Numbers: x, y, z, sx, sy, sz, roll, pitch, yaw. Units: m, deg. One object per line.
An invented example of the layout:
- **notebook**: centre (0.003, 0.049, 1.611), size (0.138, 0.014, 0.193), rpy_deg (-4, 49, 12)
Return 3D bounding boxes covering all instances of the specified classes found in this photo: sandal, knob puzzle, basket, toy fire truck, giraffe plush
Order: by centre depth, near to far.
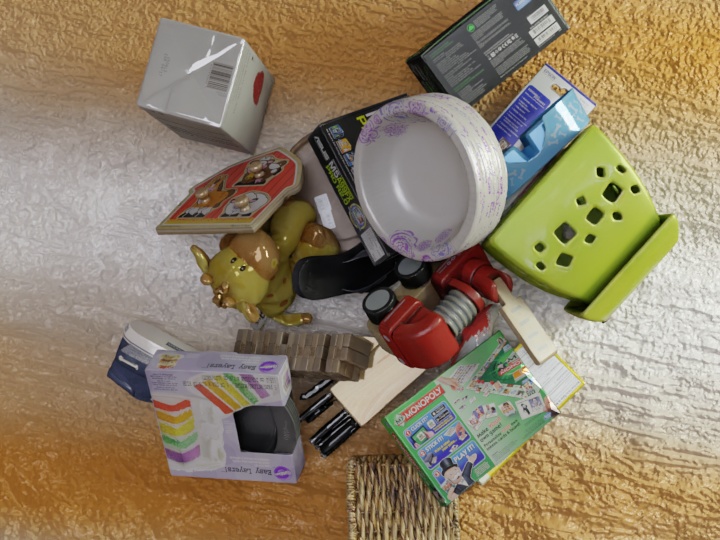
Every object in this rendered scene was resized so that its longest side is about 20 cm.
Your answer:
- **toy fire truck**: centre (0.132, 0.062, 1.342), size (0.176, 0.129, 0.200), rpy_deg (-46, 39, -16)
- **basket**: centre (0.057, 0.344, 1.393), size (0.148, 0.143, 0.202), rpy_deg (-4, 75, 2)
- **giraffe plush**: centre (-0.144, -0.006, 1.413), size (0.172, 0.162, 0.201), rpy_deg (18, 98, 22)
- **sandal**: centre (0.000, 0.001, 1.422), size (0.199, 0.043, 0.077), rpy_deg (-19, 107, -36)
- **knob puzzle**: centre (-0.163, -0.119, 1.440), size (0.218, 0.220, 0.031), rpy_deg (-21, 119, 5)

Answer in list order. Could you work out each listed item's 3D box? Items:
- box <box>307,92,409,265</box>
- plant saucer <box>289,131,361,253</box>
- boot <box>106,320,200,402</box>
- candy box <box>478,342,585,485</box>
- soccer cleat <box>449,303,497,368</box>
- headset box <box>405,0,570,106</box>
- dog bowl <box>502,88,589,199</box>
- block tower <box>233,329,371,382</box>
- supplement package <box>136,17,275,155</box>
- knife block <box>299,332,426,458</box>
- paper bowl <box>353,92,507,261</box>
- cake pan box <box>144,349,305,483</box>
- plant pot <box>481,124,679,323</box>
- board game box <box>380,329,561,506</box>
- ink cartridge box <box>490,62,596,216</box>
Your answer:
- **box**: centre (0.042, -0.126, 1.434), size (0.160, 0.044, 0.201), rpy_deg (-24, 83, -32)
- **plant saucer**: centre (-0.026, -0.109, 1.491), size (0.198, 0.029, 0.202), rpy_deg (0, 88, 6)
- **boot**: centre (-0.257, 0.157, 1.489), size (0.199, 0.073, 0.091), rpy_deg (30, 106, 8)
- **candy box**: centre (0.202, 0.188, 1.448), size (0.200, 0.026, 0.102), rpy_deg (-45, 83, 2)
- **soccer cleat**: centre (0.152, 0.141, 1.422), size (0.085, 0.069, 0.201), rpy_deg (25, 74, 13)
- **headset box**: centre (0.161, -0.296, 1.400), size (0.174, 0.200, 0.093), rpy_deg (-38, 99, 3)
- **dog bowl**: centre (0.219, -0.154, 1.390), size (0.200, 0.111, 0.050), rpy_deg (-43, 92, 3)
- **block tower**: centre (-0.086, 0.114, 1.424), size (0.199, 0.058, 0.054), rpy_deg (-1, 70, 35)
- **supplement package**: centre (-0.203, -0.243, 1.431), size (0.119, 0.200, 0.122), rpy_deg (15, 88, 7)
- **knife block**: centre (0.014, 0.177, 1.452), size (0.198, 0.064, 0.177), rpy_deg (4, 88, 6)
- **paper bowl**: centre (0.095, -0.119, 1.313), size (0.200, 0.104, 0.202), rpy_deg (18, 117, 39)
- **cake pan box**: centre (-0.176, 0.198, 1.425), size (0.198, 0.052, 0.185), rpy_deg (2, 122, 13)
- **plant pot**: centre (0.288, -0.047, 1.372), size (0.181, 0.199, 0.200), rpy_deg (43, 93, 2)
- **board game box**: centre (0.143, 0.187, 1.355), size (0.199, 0.029, 0.135), rpy_deg (-34, 82, -20)
- **ink cartridge box**: centre (0.225, -0.179, 1.460), size (0.095, 0.037, 0.200), rpy_deg (42, 94, 12)
